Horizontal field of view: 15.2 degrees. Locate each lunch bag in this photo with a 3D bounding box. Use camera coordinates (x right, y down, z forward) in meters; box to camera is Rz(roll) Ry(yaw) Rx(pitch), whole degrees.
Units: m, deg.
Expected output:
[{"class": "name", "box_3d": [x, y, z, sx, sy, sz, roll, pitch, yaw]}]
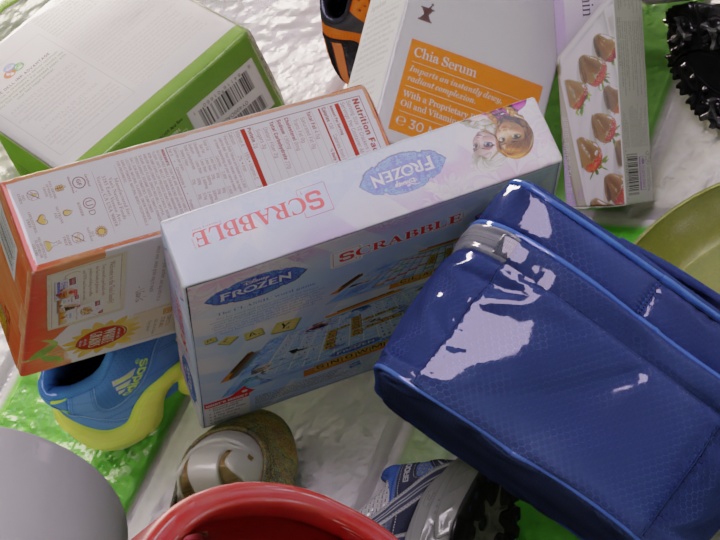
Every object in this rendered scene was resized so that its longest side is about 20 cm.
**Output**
[{"class": "lunch bag", "box_3d": [0.119, 0.053, 1.291, 0.200, 0.136, 0.132, 34, 82, 4]}]

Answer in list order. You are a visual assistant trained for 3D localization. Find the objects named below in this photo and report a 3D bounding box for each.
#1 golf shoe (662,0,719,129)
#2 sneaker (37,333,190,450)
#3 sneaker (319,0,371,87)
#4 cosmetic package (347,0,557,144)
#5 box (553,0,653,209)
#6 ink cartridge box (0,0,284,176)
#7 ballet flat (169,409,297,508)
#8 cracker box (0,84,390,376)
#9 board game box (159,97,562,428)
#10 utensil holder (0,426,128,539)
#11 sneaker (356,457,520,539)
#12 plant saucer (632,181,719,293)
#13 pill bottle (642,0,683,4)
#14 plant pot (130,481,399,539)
[{"class": "golf shoe", "box_3d": [0.259, -0.111, 1.513, 0.094, 0.078, 0.200, -24, 34, -34]}, {"class": "sneaker", "box_3d": [-0.101, 0.018, 1.488, 0.076, 0.105, 0.200, 43, 94, 25]}, {"class": "sneaker", "box_3d": [0.069, -0.176, 1.622, 0.200, 0.112, 0.078, -24, 38, 2]}, {"class": "cosmetic package", "box_3d": [0.062, -0.148, 1.545, 0.071, 0.101, 0.200, 162, 124, -69]}, {"class": "box", "box_3d": [0.134, -0.134, 1.510, 0.039, 0.200, 0.041, -2, 4, 30]}, {"class": "ink cartridge box", "box_3d": [-0.166, -0.114, 1.706, 0.148, 0.076, 0.200, -42, 43, -16]}, {"class": "ballet flat", "box_3d": [-0.079, 0.137, 1.421, 0.071, 0.071, 0.200, -5, 46, 21]}, {"class": "cracker box", "box_3d": [-0.089, -0.020, 1.401, 0.200, 0.134, 0.058, -15, 68, -17]}, {"class": "board game box", "box_3d": [0.000, 0.000, 1.399, 0.200, 0.200, 0.041, -19, 68, -9]}, {"class": "utensil holder", "box_3d": [-0.201, 0.200, 1.342, 0.170, 0.170, 0.200, -14, 42, 13]}, {"class": "sneaker", "box_3d": [0.004, 0.170, 1.351, 0.085, 0.077, 0.200, 5, 41, 35]}, {"class": "plant saucer", "box_3d": [0.223, 0.025, 1.412, 0.200, 0.031, 0.200, -14, 44, 14]}, {"class": "pill bottle", "box_3d": [0.251, -0.220, 1.552, 0.200, 0.113, 0.113, -7, 42, -6]}, {"class": "plant pot", "box_3d": [-0.064, 0.216, 1.162, 0.182, 0.200, 0.201, -40, 28, 42]}]
